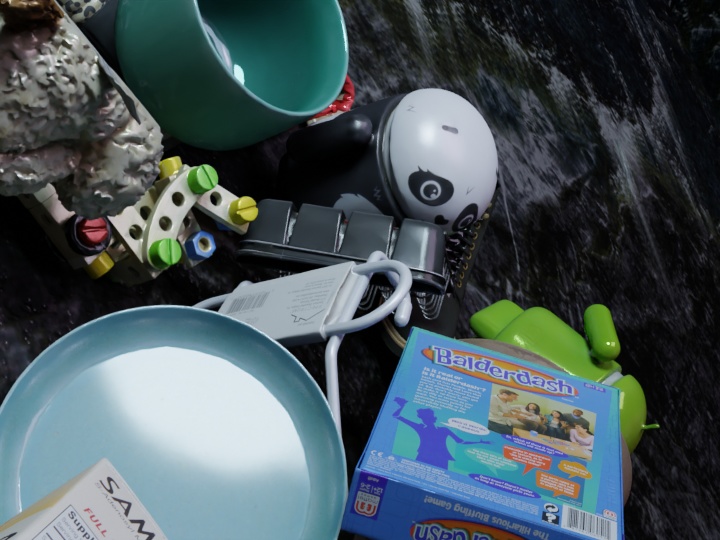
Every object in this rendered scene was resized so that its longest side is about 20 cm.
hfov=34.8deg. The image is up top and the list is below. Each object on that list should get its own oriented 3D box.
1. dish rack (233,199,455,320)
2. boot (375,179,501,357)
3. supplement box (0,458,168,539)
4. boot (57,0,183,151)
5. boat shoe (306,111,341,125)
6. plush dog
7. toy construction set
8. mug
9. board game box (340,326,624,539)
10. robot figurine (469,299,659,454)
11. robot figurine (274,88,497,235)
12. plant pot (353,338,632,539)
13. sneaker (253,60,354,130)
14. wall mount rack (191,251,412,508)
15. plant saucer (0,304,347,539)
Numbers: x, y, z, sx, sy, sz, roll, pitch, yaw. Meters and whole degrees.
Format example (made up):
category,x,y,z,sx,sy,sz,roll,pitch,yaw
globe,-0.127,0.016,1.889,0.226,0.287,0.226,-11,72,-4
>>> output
category,x,y,z,sx,sy,sz,roll,pitch,yaw
dish rack,0.000,0.000,0.886,0.200,0.152,0.055,62,39,-73
boot,0.077,-0.013,1.031,0.077,0.139,0.200,24,27,-9
supplement box,-0.175,0.175,0.472,0.074,0.126,0.200,54,27,-5
boot,-0.163,-0.207,0.920,0.154,0.073,0.204,49,32,-27
boat shoe,0.022,-0.107,1.137,0.200,0.069,0.074,52,28,-14
plush dog,-0.223,-0.082,0.610,0.200,0.172,0.160,51,-3,-9
toy construction set,-0.172,-0.071,0.758,0.200,0.092,0.131,47,53,-6
mug,-0.090,-0.165,0.838,0.185,0.114,0.153,-4,79,-51
board game box,0.083,0.111,0.706,0.151,0.045,0.200,16,23,6
robot figurine,0.184,0.115,1.093,0.200,0.176,0.115,39,30,22
robot figurine,0.018,-0.076,0.955,0.150,0.199,0.125,-30,104,-51
plant pot,0.080,0.180,0.846,0.201,0.200,0.175,52,45,-12
sneaker,-0.047,-0.153,1.000,0.200,0.084,0.078,-74,168,-82
wall mount rack,-0.049,0.068,0.739,0.075,0.199,0.174,58,38,-29
plant saucer,-0.107,0.116,0.643,0.199,0.027,0.201,6,62,-11
